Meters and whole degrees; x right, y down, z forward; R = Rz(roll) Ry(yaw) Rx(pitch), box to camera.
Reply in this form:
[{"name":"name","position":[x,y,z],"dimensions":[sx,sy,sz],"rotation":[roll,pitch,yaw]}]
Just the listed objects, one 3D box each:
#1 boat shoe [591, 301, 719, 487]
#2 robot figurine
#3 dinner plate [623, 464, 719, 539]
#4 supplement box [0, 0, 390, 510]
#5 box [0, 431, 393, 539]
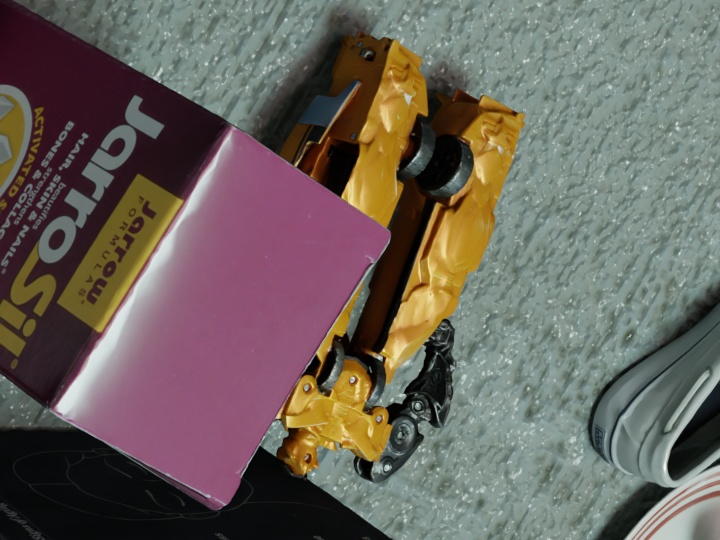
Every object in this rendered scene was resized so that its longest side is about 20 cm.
[{"name":"boat shoe","position":[0.218,0.050,1.420],"dimensions":[0.200,0.065,0.074],"rotation":[-41,129,-15]},{"name":"robot figurine","position":[0.000,0.000,1.221],"dimensions":[0.145,0.058,0.200],"rotation":[27,84,-41]},{"name":"dinner plate","position":[0.194,0.196,1.496],"dimensions":[0.200,0.024,0.200],"rotation":[-17,120,-32]},{"name":"supplement box","position":[-0.105,-0.013,1.058],"dimensions":[0.103,0.200,0.131],"rotation":[34,87,-42]},{"name":"box","position":[-0.092,0.160,1.145],"dimensions":[0.196,0.200,0.124],"rotation":[5,107,-38]}]
